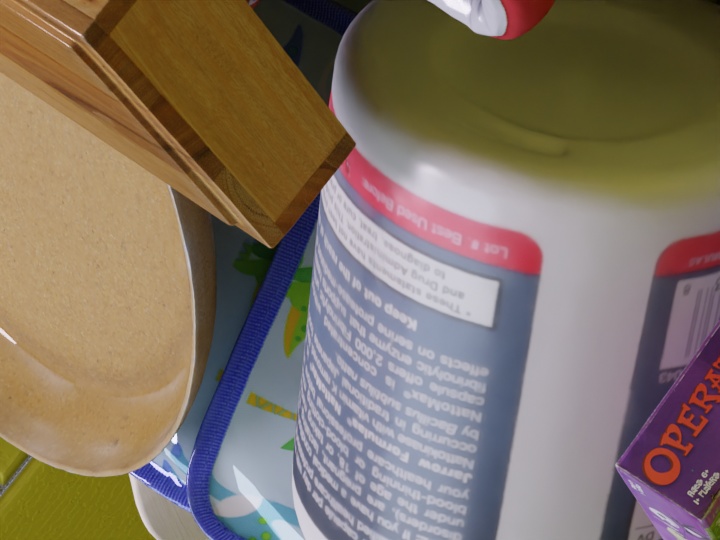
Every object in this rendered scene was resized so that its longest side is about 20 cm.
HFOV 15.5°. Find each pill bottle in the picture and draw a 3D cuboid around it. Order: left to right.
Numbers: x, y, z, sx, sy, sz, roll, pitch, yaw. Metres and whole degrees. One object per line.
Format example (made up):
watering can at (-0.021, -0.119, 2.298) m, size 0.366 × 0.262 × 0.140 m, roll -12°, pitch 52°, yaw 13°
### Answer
pill bottle at (0.043, 0.032, 0.700) m, size 0.120 × 0.119 × 0.200 m, roll 35°, pitch 132°, yaw 35°

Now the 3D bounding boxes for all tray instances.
tray at (-0.099, -0.083, 0.629) m, size 0.200 × 0.037 × 0.099 m, roll 32°, pitch 170°, yaw 33°

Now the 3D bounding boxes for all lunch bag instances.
lunch bag at (0.000, 0.000, 0.826) m, size 0.200 × 0.170 × 0.127 m, roll 34°, pitch -158°, yaw 24°

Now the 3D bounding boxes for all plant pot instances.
plant pot at (-0.104, -0.035, 0.773) m, size 0.200 × 0.027 × 0.200 m, roll 32°, pitch 137°, yaw 35°

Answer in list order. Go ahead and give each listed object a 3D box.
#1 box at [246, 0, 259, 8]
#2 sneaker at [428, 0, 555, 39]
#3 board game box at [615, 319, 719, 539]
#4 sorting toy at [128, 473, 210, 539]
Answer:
box at (-0.084, -0.153, 0.646) m, size 0.200 × 0.096 × 0.100 m, roll 39°, pitch 173°, yaw -3°
sneaker at (-0.018, -0.121, 0.401) m, size 0.200 × 0.113 × 0.071 m, roll 41°, pitch 173°, yaw -20°
board game box at (0.125, 0.035, 0.672) m, size 0.032 × 0.120 × 0.200 m, roll 29°, pitch 170°, yaw 23°
sorting toy at (-0.041, 0.013, 1.052) m, size 0.200 × 0.180 × 0.107 m, roll 56°, pitch 159°, yaw 1°
